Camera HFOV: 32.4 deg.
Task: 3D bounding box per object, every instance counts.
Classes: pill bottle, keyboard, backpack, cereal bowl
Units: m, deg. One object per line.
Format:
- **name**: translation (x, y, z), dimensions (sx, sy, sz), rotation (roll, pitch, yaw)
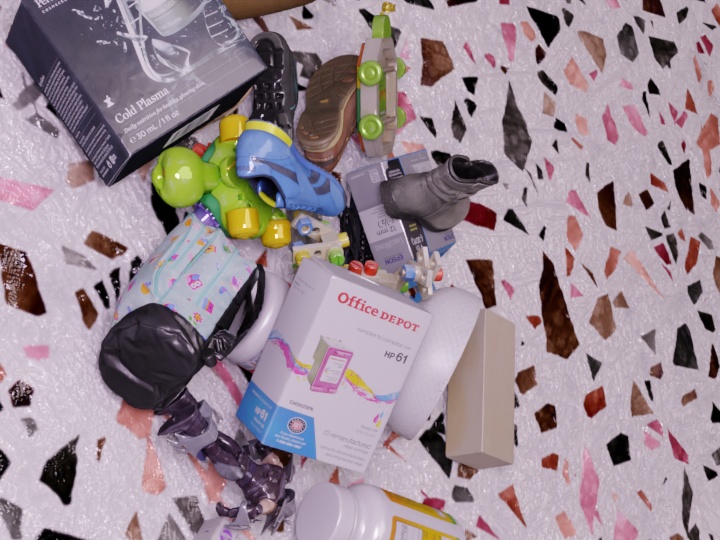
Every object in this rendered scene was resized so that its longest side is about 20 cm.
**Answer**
- **pill bottle**: translation (0.023, 0.319, 1.477), dimensions (0.199, 0.110, 0.112), rotation (27, 58, -34)
- **keyboard**: translation (0.010, -0.020, 1.636), dimensions (0.103, 0.039, 0.203), rotation (23, 60, -37)
- **backpack**: translation (-0.191, 0.037, 1.346), dimensions (0.127, 0.166, 0.201), rotation (45, 43, -15)
- **cereal bowl**: translation (0.073, 0.106, 1.561), dimensions (0.083, 0.201, 0.201), rotation (27, 53, -1)
- **pill bottle**: translation (-0.066, 0.093, 1.471), dimensions (0.199, 0.112, 0.113), rotation (33, 55, -31)

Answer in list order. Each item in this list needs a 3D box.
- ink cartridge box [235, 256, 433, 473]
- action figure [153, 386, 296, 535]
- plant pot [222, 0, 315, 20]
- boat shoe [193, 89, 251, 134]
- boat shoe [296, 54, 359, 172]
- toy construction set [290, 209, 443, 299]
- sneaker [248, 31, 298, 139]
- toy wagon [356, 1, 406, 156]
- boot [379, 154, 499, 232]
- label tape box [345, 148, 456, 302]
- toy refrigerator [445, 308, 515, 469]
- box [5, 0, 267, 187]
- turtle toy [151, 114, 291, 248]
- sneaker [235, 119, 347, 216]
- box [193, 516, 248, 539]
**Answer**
- **ink cartridge box**: translation (-0.029, 0.105, 1.379), dimensions (0.143, 0.084, 0.202), rotation (21, 94, -30)
- **action figure**: translation (-0.139, 0.215, 1.373), dimensions (0.200, 0.069, 0.131), rotation (46, 18, -21)
- **plant pot**: translation (-0.170, -0.381, 1.515), dimensions (0.199, 0.186, 0.188), rotation (-32, 98, -30)
- **boat shoe**: translation (-0.209, -0.195, 1.470), dimensions (0.200, 0.064, 0.072), rotation (-37, 102, -45)
- **boat shoe**: translation (-0.036, -0.210, 1.649), dimensions (0.068, 0.071, 0.202), rotation (75, 23, -44)
- **toy construction set**: translation (0.000, 0.000, 1.530), dimensions (0.197, 0.132, 0.093), rotation (10, 31, -10)
- **sneaker**: translation (-0.105, -0.196, 1.564), dimensions (0.079, 0.074, 0.203), rotation (19, 75, -70)
- **toy wagon**: translation (0.027, -0.258, 1.669), dimensions (0.155, 0.039, 0.203), rotation (-39, 129, -72)
- **boot**: translation (0.125, -0.101, 1.589), dimensions (0.199, 0.129, 0.069), rotation (1, 74, -57)
- **label tape box**: translation (0.067, -0.052, 1.659), dimensions (0.143, 0.066, 0.202), rotation (-22, 92, -60)
- **toy refrigerator**: translation (0.163, 0.163, 1.700), dimensions (0.076, 0.069, 0.203), rotation (25, 60, -43)
- **box**: translation (-0.246, -0.236, 1.361), dimensions (0.199, 0.124, 0.198), rotation (-37, 93, -27)
- **turtle toy**: translation (-0.160, -0.100, 1.442), dimensions (0.199, 0.100, 0.148), rotation (15, 67, -62)
- **sneaker**: translation (-0.083, -0.094, 1.421), dimensions (0.200, 0.065, 0.079), rotation (39, 58, -54)
- **box**: translation (-0.107, 0.355, 1.390), dimensions (0.200, 0.041, 0.039), rotation (49, 48, -21)
